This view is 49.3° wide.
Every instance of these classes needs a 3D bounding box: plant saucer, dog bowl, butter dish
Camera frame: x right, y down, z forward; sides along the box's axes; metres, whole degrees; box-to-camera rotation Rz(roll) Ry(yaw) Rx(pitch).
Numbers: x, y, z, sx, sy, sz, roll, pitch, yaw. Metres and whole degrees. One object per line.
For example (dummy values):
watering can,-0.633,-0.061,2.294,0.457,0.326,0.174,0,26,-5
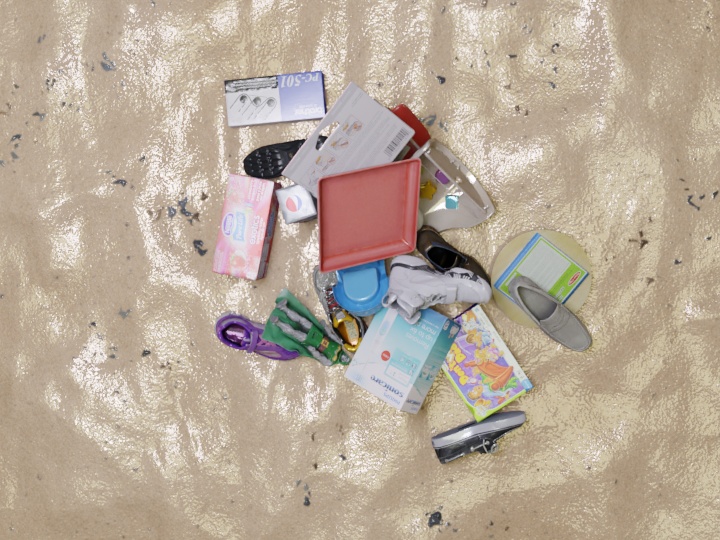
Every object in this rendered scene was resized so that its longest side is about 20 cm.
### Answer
plant saucer,0.010,-0.105,1.421,0.199,0.037,0.200,-14,127,-20
dog bowl,0.000,0.000,1.550,0.111,0.050,0.201,-11,61,7
butter dish,0.012,-0.249,1.529,0.199,0.200,0.148,-47,65,7

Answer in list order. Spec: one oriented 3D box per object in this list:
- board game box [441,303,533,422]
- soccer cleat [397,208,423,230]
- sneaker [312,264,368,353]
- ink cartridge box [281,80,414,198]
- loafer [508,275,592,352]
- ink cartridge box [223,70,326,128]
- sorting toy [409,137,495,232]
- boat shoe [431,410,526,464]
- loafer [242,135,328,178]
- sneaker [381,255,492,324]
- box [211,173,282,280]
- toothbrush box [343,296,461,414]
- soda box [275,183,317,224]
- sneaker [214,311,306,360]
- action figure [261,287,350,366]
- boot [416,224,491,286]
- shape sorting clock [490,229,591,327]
board game box,0.237,0.185,1.587,0.134,0.045,0.200,-34,90,5
soccer cleat,0.023,-0.104,1.527,0.199,0.078,0.069,-2,56,10
sneaker,-0.037,0.075,1.582,0.078,0.082,0.200,-28,90,6
ink cartridge box,-0.026,-0.215,1.379,0.176,0.045,0.200,31,102,-41
loafer,0.369,0.089,1.526,0.200,0.070,0.070,39,101,-1
ink cartridge box,-0.171,-0.345,1.587,0.199,0.044,0.094,-4,95,4
sorting toy,0.130,-0.147,1.549,0.180,0.107,0.200,-39,115,22
boat shoe,0.245,0.340,1.580,0.199,0.074,0.068,-21,89,6
loafer,-0.142,-0.227,1.582,0.200,0.070,0.068,-11,91,22
sneaker,0.139,0.049,1.465,0.199,0.075,0.115,17,57,11
box,-0.226,-0.087,1.577,0.094,0.103,0.201,11,95,3
toothbrush box,0.083,0.158,1.540,0.146,0.085,0.200,28,90,32
soda box,-0.108,-0.130,1.516,0.063,0.200,0.068,-18,93,6
sneaker,-0.207,0.139,1.595,0.200,0.088,0.081,13,91,0
action figure,-0.096,0.135,1.578,0.200,0.055,0.118,38,62,-27
boot,0.185,-0.003,1.538,0.200,0.097,0.075,37,104,-15
shape sorting clock,0.361,0.017,1.572,0.199,0.039,0.201,1,99,6
